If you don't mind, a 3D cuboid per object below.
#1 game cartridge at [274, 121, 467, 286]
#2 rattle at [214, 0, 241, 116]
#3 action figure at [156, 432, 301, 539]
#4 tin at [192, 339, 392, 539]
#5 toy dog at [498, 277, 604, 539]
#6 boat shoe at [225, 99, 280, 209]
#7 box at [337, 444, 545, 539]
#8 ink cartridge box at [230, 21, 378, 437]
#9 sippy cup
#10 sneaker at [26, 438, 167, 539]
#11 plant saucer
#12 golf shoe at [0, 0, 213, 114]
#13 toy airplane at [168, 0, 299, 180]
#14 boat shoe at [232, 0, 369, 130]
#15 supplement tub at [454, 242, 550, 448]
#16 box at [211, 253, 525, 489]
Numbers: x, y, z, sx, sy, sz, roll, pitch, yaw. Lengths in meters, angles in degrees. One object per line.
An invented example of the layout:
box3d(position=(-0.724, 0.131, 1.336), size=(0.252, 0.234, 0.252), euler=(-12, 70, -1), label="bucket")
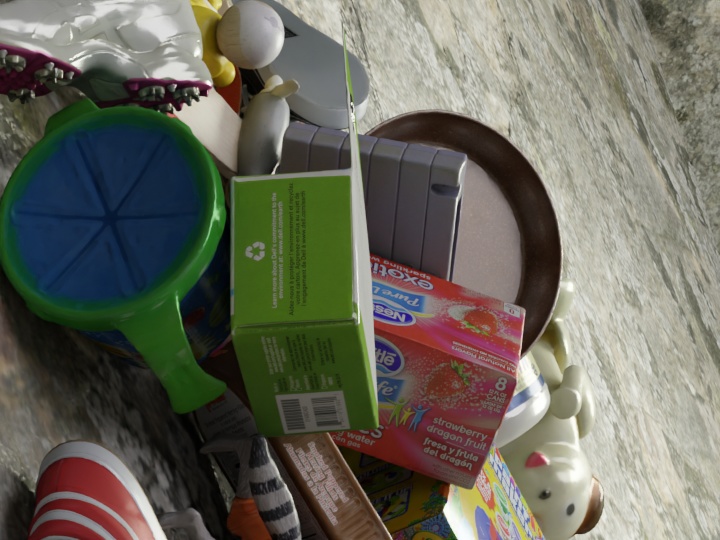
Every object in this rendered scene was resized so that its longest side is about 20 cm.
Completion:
box3d(position=(0.000, 0.000, 1.744), size=(0.038, 0.129, 0.201), euler=(-57, 157, -56), label="game cartridge")
box3d(position=(-0.091, -0.222, 1.831), size=(0.143, 0.130, 0.201), euler=(-37, 104, -33), label="rattle")
box3d(position=(-0.046, 0.205, 1.513), size=(0.194, 0.104, 0.200), euler=(54, 15, -9), label="action figure")
box3d(position=(-0.041, 0.137, 1.604), size=(0.042, 0.112, 0.201), euler=(-32, 90, -29), label="tin")
box3d(position=(0.127, 0.138, 2.145), size=(0.194, 0.138, 0.201), euler=(109, -29, -55), label="toy dog")
box3d(position=(-0.068, -0.068, 1.864), size=(0.063, 0.071, 0.200), euler=(52, 19, -25), label="boat shoe")
box3d(position=(0.055, 0.221, 1.774), size=(0.201, 0.121, 0.193), euler=(61, 16, -19), label="box")
box3d(position=(-0.034, -0.022, 1.521), size=(0.148, 0.075, 0.201), euler=(81, 6, -62), label="ink cartridge box")
box3d(position=(-0.129, -0.007, 1.503), size=(0.130, 0.139, 0.179), euler=(58, 41, -60), label="sippy cup")
box3d(position=(-0.113, 0.194, 1.360), size=(0.200, 0.071, 0.113), euler=(54, 15, -17), label="sneaker")
box3d(position=(0.053, -0.014, 1.846), size=(0.034, 0.199, 0.201), euler=(-13, -77, 64), label="plant saucer")
box3d(position=(-0.177, -0.147, 1.524), size=(0.199, 0.075, 0.092), euler=(7, 74, -44), label="golf shoe")
box3d(position=(-0.113, -0.127, 1.670), size=(0.200, 0.140, 0.200), euler=(66, 16, -5), label="toy airplane")
box3d(position=(-0.057, -0.136, 1.854), size=(0.199, 0.073, 0.069), euler=(39, -47, 46), label="boat shoe")
box3d(position=(0.043, 0.043, 1.934), size=(0.201, 0.144, 0.145), euler=(65, 16, -6), label="supplement tub")
box3d(position=(0.002, 0.053, 1.688), size=(0.199, 0.096, 0.100), euler=(20, 28, -3), label="box")
